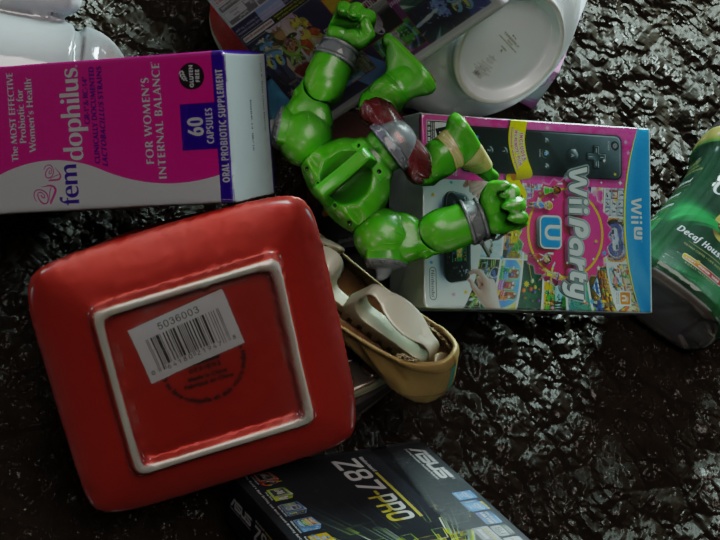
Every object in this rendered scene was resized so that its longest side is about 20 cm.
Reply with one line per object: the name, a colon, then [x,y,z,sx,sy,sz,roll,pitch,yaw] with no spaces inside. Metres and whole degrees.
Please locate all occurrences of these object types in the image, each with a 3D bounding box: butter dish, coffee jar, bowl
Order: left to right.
butter dish: [-0.122,0.037,1.345,0.199,0.200,0.148,-16,28,-9]
bowl: [0.093,-0.190,1.474,0.200,0.202,0.090,-13,38,-22]
coffee jar: [0.294,-0.039,1.589,0.104,0.085,0.200,36,61,1]

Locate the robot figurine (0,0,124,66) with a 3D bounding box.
robot figurine: [-0.256,-0.135,1.443,0.199,0.113,0.171,11,103,-13]

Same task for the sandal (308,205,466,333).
sandal: [0.001,-0.001,1.469,0.199,0.043,0.077,14,90,-26]

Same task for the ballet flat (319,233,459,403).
ballet flat: [-0.009,0.015,1.388,0.200,0.063,0.069,36,57,4]

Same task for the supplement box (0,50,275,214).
supplement box: [-0.170,-0.093,1.321,0.199,0.103,0.102,-3,95,14]

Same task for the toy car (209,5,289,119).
toy car: [-0.027,-0.241,1.507,0.176,0.200,0.185,-19,74,-16]

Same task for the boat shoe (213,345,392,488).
boat shoe: [-0.043,0.096,1.431,0.199,0.073,0.075,-24,54,-16]

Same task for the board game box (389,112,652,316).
board game box: [0.123,-0.040,1.482,0.199,0.064,0.148,2,85,-25]

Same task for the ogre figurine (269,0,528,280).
ogre figurine: [0.015,-0.084,1.371,0.120,0.098,0.200,-37,101,-7]

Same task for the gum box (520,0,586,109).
gum box: [0.137,-0.253,1.645,0.113,0.066,0.201,25,62,-4]

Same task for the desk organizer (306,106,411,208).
desk organizer: [0.058,-0.071,1.539,0.199,0.072,0.077,7,67,-14]

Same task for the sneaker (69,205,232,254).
sneaker: [-0.125,-0.002,1.462,0.199,0.075,0.080,-18,95,-24]

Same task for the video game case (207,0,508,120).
video game case: [-0.019,-0.218,1.407,0.182,0.200,0.023,50,37,-13]

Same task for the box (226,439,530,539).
box: [0.018,0.192,1.346,0.160,0.049,0.200,-5,24,-27]
